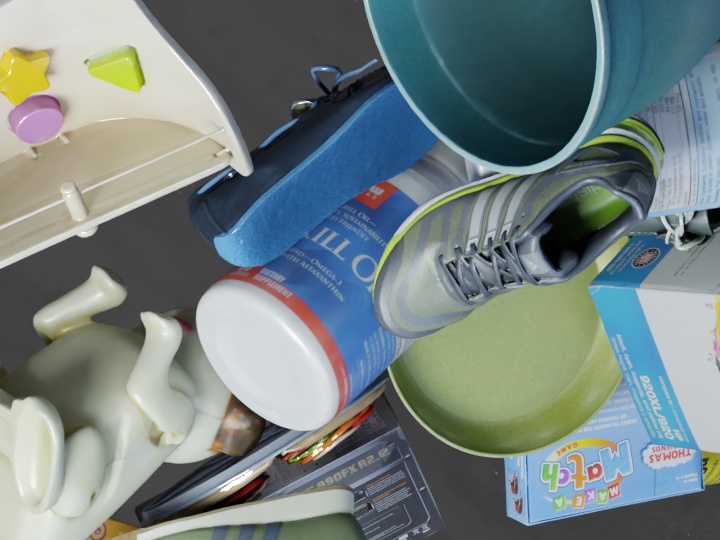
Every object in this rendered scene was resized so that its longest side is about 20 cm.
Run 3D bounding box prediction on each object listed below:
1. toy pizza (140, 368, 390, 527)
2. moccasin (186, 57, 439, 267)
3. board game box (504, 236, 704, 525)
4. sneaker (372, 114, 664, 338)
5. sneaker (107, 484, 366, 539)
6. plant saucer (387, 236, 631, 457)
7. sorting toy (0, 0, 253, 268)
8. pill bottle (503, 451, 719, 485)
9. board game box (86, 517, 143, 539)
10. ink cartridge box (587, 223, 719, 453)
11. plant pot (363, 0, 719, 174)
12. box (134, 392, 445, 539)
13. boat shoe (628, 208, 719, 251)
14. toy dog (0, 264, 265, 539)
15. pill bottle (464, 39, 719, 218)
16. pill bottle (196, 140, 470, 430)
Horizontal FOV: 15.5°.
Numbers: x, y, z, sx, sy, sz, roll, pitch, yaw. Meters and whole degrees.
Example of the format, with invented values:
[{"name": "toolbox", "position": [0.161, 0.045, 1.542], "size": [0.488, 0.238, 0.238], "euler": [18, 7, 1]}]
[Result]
[{"name": "toy pizza", "position": [-0.059, 0.126, 1.792], "size": [0.200, 0.032, 0.200], "euler": [-31, -178, 1]}, {"name": "moccasin", "position": [-0.022, -0.085, 1.618], "size": [0.200, 0.068, 0.081], "euler": [-33, 136, -23]}, {"name": "board game box", "position": [0.171, 0.070, 1.879], "size": [0.151, 0.037, 0.200], "euler": [-8, 101, -26]}, {"name": "sneaker", "position": [0.089, -0.018, 1.554], "size": [0.200, 0.081, 0.074], "euler": [-34, 110, 19]}, {"name": "sneaker", "position": [-0.082, 0.202, 1.704], "size": [0.200, 0.090, 0.067], "euler": [-11, 162, -24]}, {"name": "plant saucer", "position": [0.098, 0.026, 1.800], "size": [0.200, 0.031, 0.200], "euler": [-4, 100, -24]}, {"name": "sorting toy", "position": [-0.184, -0.102, 1.467], "size": [0.200, 0.107, 0.180], "euler": [-24, 137, -8]}, {"name": "pill bottle", "position": [0.210, 0.114, 1.993], "size": [0.200, 0.112, 0.113], "euler": [-6, 138, -30]}, {"name": "board game box", "position": [-0.173, 0.188, 1.795], "size": [0.200, 0.030, 0.096], "euler": [22, 160, -27]}, {"name": "ink cartridge box", "position": [0.291, 0.031, 1.782], "size": [0.147, 0.200, 0.145], "euler": [-44, 123, -34]}, {"name": "plant pot", "position": [0.134, -0.179, 1.525], "size": [0.188, 0.200, 0.200], "euler": [-24, 147, -34]}, {"name": "box", "position": [-0.049, 0.181, 1.945], "size": [0.200, 0.048, 0.158], "euler": [-28, 144, -3]}, {"name": "boat shoe", "position": [0.217, -0.048, 1.745], "size": [0.200, 0.062, 0.073], "euler": [-15, 150, 10]}, {"name": "toy dog", "position": [-0.152, 0.096, 1.678], "size": [0.200, 0.139, 0.194], "euler": [-25, 120, -37]}, {"name": "pill bottle", "position": [0.166, -0.085, 1.629], "size": [0.200, 0.109, 0.109], "euler": [-9, 142, -3]}, {"name": "pill bottle", "position": [0.000, 0.000, 1.662], "size": [0.200, 0.112, 0.112], "euler": [-43, 154, -33]}]
